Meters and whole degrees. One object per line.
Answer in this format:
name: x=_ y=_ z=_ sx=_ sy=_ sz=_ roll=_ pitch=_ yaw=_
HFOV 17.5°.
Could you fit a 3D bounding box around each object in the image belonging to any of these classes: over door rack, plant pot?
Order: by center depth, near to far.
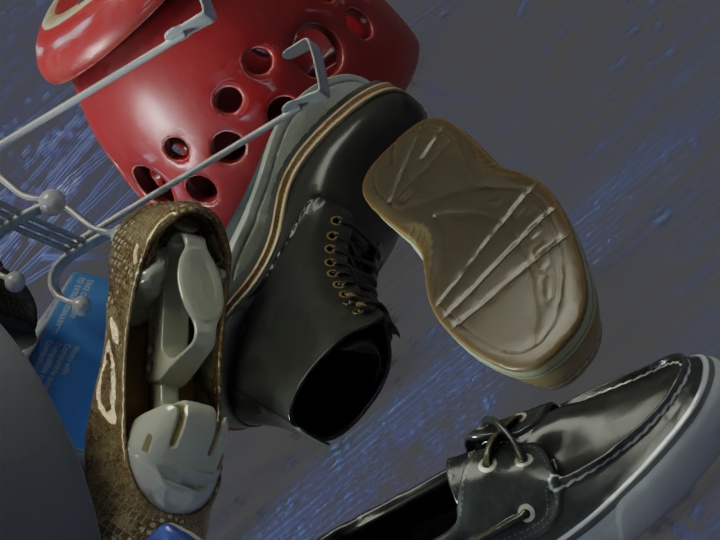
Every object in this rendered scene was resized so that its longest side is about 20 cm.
over door rack: x=-0.115 y=-0.055 z=1.205 sx=0.200 sy=0.067 sz=0.148 roll=-40 pitch=-25 yaw=11
plant pot: x=-0.093 y=-0.136 z=1.474 sx=0.200 sy=0.182 sz=0.201 roll=-42 pitch=19 yaw=18

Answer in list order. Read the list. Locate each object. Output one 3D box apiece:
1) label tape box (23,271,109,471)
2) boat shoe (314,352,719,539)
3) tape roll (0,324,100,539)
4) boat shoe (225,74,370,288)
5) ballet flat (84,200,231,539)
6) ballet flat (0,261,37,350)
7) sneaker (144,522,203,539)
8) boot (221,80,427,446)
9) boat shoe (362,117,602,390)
label tape box: x=-0.171 y=0.077 z=1.304 sx=0.200 sy=0.066 sz=0.144 roll=-53 pitch=11 yaw=37
boat shoe: x=0.053 y=0.088 z=0.880 sx=0.200 sy=0.057 sz=0.069 roll=-38 pitch=20 yaw=22
tape roll: x=-0.208 y=0.111 z=1.159 sx=0.066 sy=0.201 sz=0.200 roll=-23 pitch=5 yaw=-32
boat shoe: x=-0.040 y=-0.032 z=1.308 sx=0.062 sy=0.073 sz=0.200 roll=-38 pitch=19 yaw=48
ballet flat: x=-0.093 y=0.056 z=1.133 sx=0.065 sy=0.070 sz=0.201 roll=-28 pitch=59 yaw=53
ballet flat: x=-0.236 y=-0.003 z=1.212 sx=0.067 sy=0.200 sz=0.047 roll=-17 pitch=66 yaw=27
sneaker: x=-0.055 y=0.163 z=0.908 sx=0.075 sy=0.088 sz=0.200 roll=-44 pitch=20 yaw=-2
boot: x=0.000 y=0.000 z=1.174 sx=0.201 sy=0.077 sz=0.138 roll=-63 pitch=25 yaw=-8
boat shoe: x=0.065 y=-0.003 z=1.031 sx=0.074 sy=0.066 sz=0.200 roll=-42 pitch=32 yaw=8
